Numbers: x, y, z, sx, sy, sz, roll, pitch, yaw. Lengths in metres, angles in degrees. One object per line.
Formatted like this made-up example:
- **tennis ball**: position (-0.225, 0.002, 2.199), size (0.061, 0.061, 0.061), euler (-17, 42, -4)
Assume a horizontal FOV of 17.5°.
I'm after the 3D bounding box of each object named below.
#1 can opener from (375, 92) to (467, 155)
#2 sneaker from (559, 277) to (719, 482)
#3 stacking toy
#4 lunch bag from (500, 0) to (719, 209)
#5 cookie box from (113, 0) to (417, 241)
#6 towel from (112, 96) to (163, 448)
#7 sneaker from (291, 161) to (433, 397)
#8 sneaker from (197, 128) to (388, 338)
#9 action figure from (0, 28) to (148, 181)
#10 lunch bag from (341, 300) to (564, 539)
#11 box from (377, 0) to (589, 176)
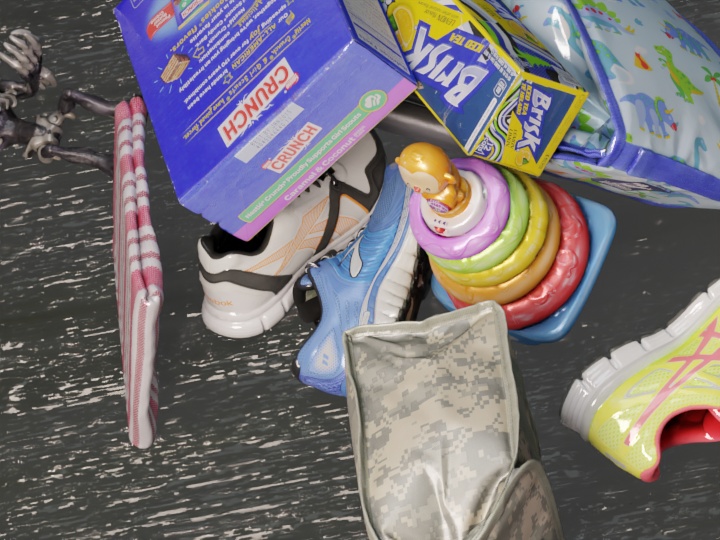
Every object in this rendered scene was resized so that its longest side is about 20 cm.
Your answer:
- **can opener**: position (-0.003, -0.127, 1.682), size (0.200, 0.067, 0.053), euler (18, 76, 8)
- **sneaker**: position (0.230, 0.069, 1.510), size (0.200, 0.078, 0.090), euler (-34, 59, -11)
- **stacking toy**: position (0.075, -0.035, 1.526), size (0.116, 0.200, 0.110), euler (22, 82, 31)
- **lunch bag**: position (0.177, -0.114, 1.596), size (0.170, 0.128, 0.200), euler (13, 26, -39)
- **cookie box**: position (-0.069, -0.151, 1.594), size (0.171, 0.075, 0.200), euler (-40, 46, 22)
- **towel**: position (-0.148, 0.000, 1.590), size (0.030, 0.146, 0.200), euler (-3, 47, -8)
- **sneaker**: position (0.000, 0.000, 1.606), size (0.089, 0.079, 0.200), euler (7, 51, 14)
- **sneaker**: position (-0.045, -0.043, 1.652), size (0.074, 0.080, 0.200), euler (18, 52, 27)
- **action figure**: position (-0.257, -0.118, 1.746), size (0.200, 0.102, 0.119), euler (8, 62, 15)
- **lunch bag**: position (0.060, 0.147, 1.403), size (0.117, 0.164, 0.200), euler (-11, 48, 6)
- **box**: position (0.068, -0.147, 1.553), size (0.064, 0.070, 0.200), euler (15, 26, -36)
